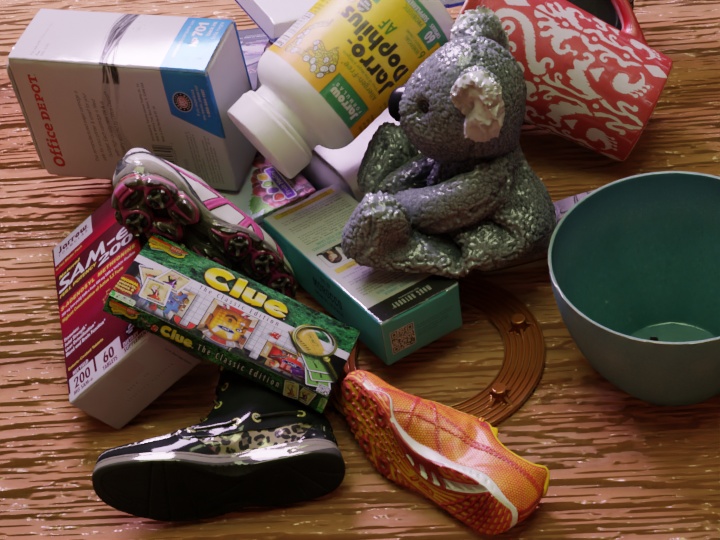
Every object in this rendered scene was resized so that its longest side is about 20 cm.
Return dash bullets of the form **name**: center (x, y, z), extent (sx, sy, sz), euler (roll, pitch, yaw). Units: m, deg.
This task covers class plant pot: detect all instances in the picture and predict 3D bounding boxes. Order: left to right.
- **plant pot**: center (0.257, 0.034, 1.525), extent (0.200, 0.135, 0.200), euler (-4, 44, 4)

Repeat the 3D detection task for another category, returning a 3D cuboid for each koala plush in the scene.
- **koala plush**: center (0.090, -0.114, 1.581), extent (0.184, 0.200, 0.177), euler (9, 31, 2)

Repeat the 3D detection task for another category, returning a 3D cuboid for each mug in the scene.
- **mug**: center (0.190, -0.211, 1.733), extent (0.200, 0.178, 0.133), euler (27, 20, 1)

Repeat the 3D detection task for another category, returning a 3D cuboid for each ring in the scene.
- **ring**: center (0.060, 0.068, 1.606), extent (0.200, 0.019, 0.201), euler (-5, 44, 5)

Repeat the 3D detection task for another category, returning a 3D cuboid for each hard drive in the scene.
- **hard drive**: center (-0.016, -0.274, 1.789), extent (0.200, 0.025, 0.132), euler (-14, 37, -20)

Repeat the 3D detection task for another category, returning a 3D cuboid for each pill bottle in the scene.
- **pill bottle**: center (-0.020, -0.180, 1.648), extent (0.200, 0.113, 0.113), euler (-44, 51, -4)

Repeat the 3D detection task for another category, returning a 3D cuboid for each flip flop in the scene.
- **flip flop**: center (0.192, -0.022, 1.657), extent (0.200, 0.058, 0.081), euler (-9, 46, 22)

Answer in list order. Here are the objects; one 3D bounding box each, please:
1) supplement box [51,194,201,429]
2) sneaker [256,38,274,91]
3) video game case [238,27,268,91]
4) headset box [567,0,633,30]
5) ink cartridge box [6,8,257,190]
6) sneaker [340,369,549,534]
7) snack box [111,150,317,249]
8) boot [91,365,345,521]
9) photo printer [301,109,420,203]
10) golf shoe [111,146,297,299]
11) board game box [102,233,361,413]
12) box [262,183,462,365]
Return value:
- **supplement box**: center (-0.209, 0.028, 1.627), extent (0.109, 0.061, 0.200), euler (-40, 39, 20)
- **sneaker**: center (-0.025, -0.198, 1.755), extent (0.115, 0.076, 0.200), euler (5, 46, 14)
- **video game case**: center (-0.133, -0.204, 1.859), extent (0.143, 0.019, 0.200), euler (-3, 25, 23)
- **headset box**: center (0.195, -0.291, 1.820), extent (0.148, 0.200, 0.075), euler (5, 15, 15)
- **ink cartridge box**: center (-0.206, -0.159, 1.715), extent (0.200, 0.147, 0.086), euler (7, 48, 18)
- **sneaker**: center (0.065, 0.143, 1.504), extent (0.200, 0.073, 0.077), euler (35, 45, 27)
- **snack box**: center (-0.146, -0.084, 1.772), extent (0.142, 0.053, 0.200), euler (-27, 46, -16)
- **boot**: center (-0.121, 0.126, 1.539), extent (0.203, 0.074, 0.154), euler (-5, 41, -5)
- **photo printer**: center (0.014, -0.134, 1.785), extent (0.166, 0.069, 0.200), euler (-28, 47, -19)
- **golf shoe**: center (-0.132, -0.041, 1.641), extent (0.073, 0.200, 0.092), euler (-40, 28, 22)
- **board game box**: center (-0.105, 0.042, 1.549), extent (0.200, 0.023, 0.105), euler (25, 32, 1)
- **box**: center (0.000, 0.000, 1.638), extent (0.082, 0.049, 0.200), euler (-27, 42, -21)
